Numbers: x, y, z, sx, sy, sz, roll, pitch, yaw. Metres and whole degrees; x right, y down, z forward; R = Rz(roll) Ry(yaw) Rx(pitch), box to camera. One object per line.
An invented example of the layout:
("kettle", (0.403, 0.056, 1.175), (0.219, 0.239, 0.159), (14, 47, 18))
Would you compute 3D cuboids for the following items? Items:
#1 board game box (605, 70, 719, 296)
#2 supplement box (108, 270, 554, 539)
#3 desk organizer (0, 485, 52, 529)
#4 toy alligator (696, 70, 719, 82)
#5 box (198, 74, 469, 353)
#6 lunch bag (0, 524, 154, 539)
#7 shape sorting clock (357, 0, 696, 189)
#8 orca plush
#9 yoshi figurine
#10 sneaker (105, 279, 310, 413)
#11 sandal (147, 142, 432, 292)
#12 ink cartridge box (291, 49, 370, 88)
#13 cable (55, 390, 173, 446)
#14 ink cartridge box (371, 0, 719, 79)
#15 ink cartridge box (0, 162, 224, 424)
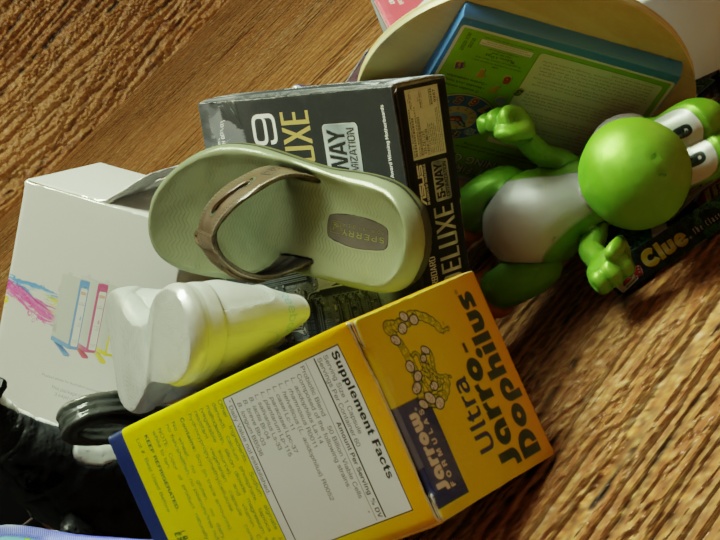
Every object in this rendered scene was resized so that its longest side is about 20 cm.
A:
("board game box", (0.190, -0.059, 1.150), (0.105, 0.023, 0.200), (-38, 15, 18))
("supplement box", (-0.018, 0.093, 0.997), (0.200, 0.109, 0.109), (-26, -2, 40))
("desk organizer", (-0.247, 0.196, 1.369), (0.200, 0.077, 0.072), (-38, 15, 7))
("toy alligator", (0.241, -0.157, 1.251), (0.199, 0.054, 0.059), (-30, 21, -2))
("box", (-0.011, -0.009, 1.088), (0.157, 0.201, 0.050), (1, 13, 42))
("lunch bag", (-0.197, 0.240, 1.022), (0.199, 0.128, 0.170), (-19, 38, 26))
("shape sorting clock", (0.096, -0.102, 1.101), (0.200, 0.200, 0.039), (-31, 43, 31))
("orca plush", (-0.182, 0.137, 1.204), (0.105, 0.200, 0.071), (-26, 43, 6))
("yoshi figurine", (0.114, -0.038, 1.058), (0.200, 0.112, 0.112), (-29, 35, 29))
("sneaker", (-0.090, 0.039, 1.090), (0.088, 0.076, 0.200), (-10, 0, -24))
("sandal", (-0.050, -0.027, 1.043), (0.200, 0.080, 0.057), (5, 15, 41))
("ink cartridge box", (-0.013, -0.094, 1.421), (0.200, 0.047, 0.197), (-58, -22, 20))
("cable", (-0.106, 0.086, 1.216), (0.199, 0.051, 0.097), (-2, -24, -24))
("ink cartridge box", (0.119, -0.165, 1.200), (0.199, 0.084, 0.145), (-23, 46, 1))
("ink cartridge box", (-0.166, 0.015, 1.312), (0.129, 0.125, 0.201), (-29, -47, -72))
